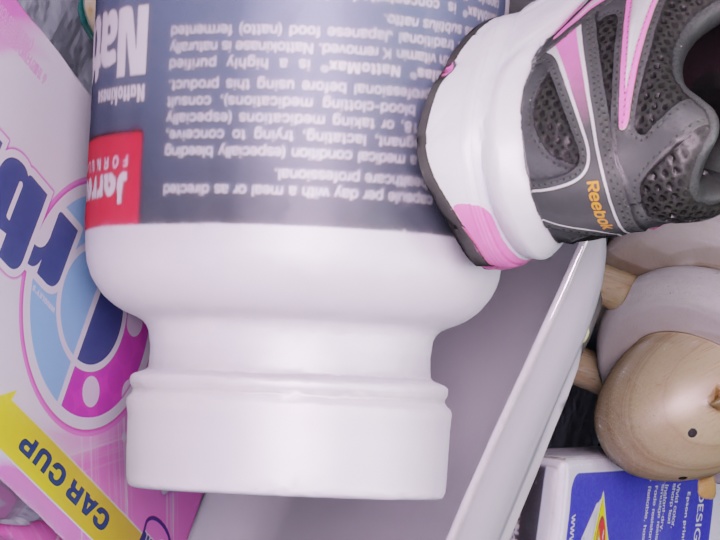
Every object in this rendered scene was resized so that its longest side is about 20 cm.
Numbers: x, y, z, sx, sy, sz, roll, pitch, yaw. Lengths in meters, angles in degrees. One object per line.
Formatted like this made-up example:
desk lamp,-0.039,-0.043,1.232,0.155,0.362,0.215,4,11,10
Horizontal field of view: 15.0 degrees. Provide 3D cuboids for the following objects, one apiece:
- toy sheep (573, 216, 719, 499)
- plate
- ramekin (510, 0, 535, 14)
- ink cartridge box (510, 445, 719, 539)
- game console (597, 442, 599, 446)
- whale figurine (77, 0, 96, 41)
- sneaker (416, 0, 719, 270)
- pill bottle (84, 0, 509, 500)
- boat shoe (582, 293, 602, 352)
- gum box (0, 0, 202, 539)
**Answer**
toy sheep,0.150,0.008,1.039,0.200,0.138,0.138,-49,135,-35
plate,0.007,0.058,0.856,0.032,0.200,0.200,21,93,-21
ramekin,0.071,-0.161,0.911,0.094,0.202,0.203,-30,127,-16
ink cartridge box,0.091,0.167,1.062,0.200,0.047,0.198,7,90,-64
game console,0.202,0.037,1.225,0.176,0.116,0.200,-66,-175,-28
whale figurine,-0.051,-0.124,0.882,0.200,0.104,0.159,49,56,-22
sneaker,0.098,-0.069,0.755,0.200,0.086,0.080,-60,138,-37
pill bottle,-0.017,-0.038,0.766,0.120,0.119,0.201,9,82,-62
boat shoe,0.020,0.077,0.958,0.201,0.060,0.072,-64,-154,28
gum box,-0.106,0.015,0.798,0.200,0.066,0.114,54,45,-50
